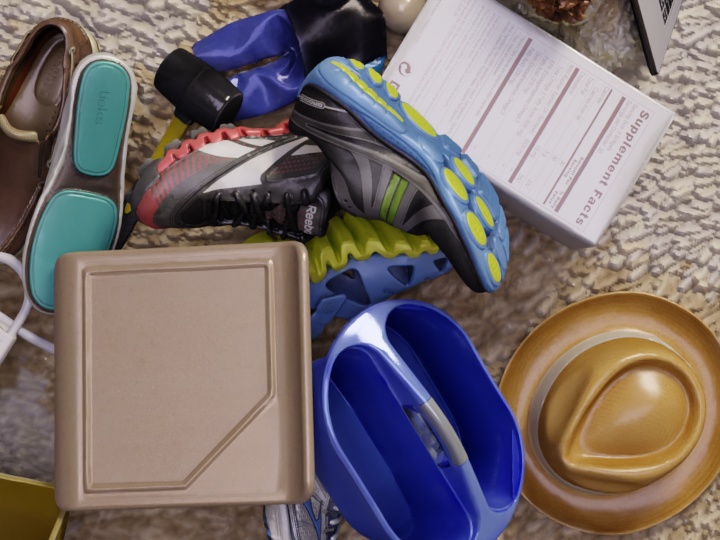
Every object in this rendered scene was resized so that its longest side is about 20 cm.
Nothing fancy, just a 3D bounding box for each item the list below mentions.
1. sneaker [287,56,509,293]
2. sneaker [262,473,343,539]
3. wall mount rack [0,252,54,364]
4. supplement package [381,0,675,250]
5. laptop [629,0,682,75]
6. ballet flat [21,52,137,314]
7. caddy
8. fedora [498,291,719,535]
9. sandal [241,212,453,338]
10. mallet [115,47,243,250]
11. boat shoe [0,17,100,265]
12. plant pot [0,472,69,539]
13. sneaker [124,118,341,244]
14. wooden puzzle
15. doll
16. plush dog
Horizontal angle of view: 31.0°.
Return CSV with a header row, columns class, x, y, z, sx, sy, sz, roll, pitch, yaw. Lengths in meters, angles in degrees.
class,x,y,z,sx,sy,sz,roll,pitch,yaw
sneaker,0.029,-0.061,0.921,0.200,0.071,0.083,45,122,1
sneaker,-0.036,0.179,1.011,0.084,0.077,0.203,-16,90,-4
wall mount rack,-0.291,0.093,1.020,0.173,0.075,0.201,33,90,5
supplement package,0.117,-0.116,0.991,0.199,0.117,0.118,32,90,1
laptop,0.261,-0.283,0.956,0.115,0.201,0.189,-6,125,29
ballet flat,-0.215,-0.067,1.001,0.068,0.069,0.203,14,95,1
caddy,0.039,0.118,0.963,0.141,0.105,0.201,-38,103,-26
fedora,0.202,0.113,1.002,0.197,0.082,0.204,0,89,2
sandal,0.000,0.000,1.021,0.197,0.080,0.088,-13,125,-6
mallet,-0.170,-0.081,1.013,0.066,0.041,0.200,44,111,8
boat shoe,-0.269,-0.104,1.017,0.074,0.075,0.205,18,89,1
plant pot,-0.331,0.272,0.944,0.197,0.201,0.178,10,131,1
sneaker,-0.072,-0.062,0.970,0.198,0.071,0.099,-17,58,-18
wooden puzzle,-0.129,0.077,0.944,0.197,0.037,0.188,-3,82,10
doll,-0.043,-0.184,1.028,0.197,0.048,0.138,-18,92,1
plush dog,0.132,-0.255,0.957,0.158,0.172,0.203,-2,81,2
